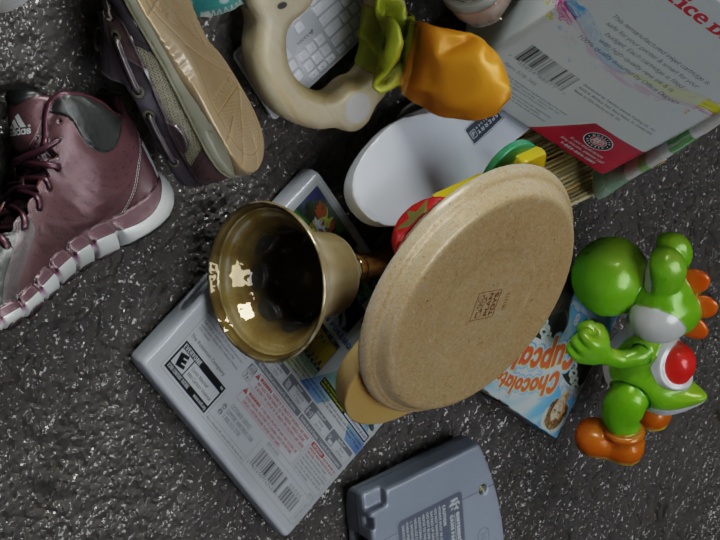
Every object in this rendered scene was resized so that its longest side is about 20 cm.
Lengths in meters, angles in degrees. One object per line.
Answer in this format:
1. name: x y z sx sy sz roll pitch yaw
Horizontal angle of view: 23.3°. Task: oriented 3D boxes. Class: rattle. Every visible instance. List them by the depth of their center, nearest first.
1. rattle: -0.024 -0.153 1.102 0.130 0.143 0.200 -46 134 9

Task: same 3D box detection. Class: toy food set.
1. toy food set: 0.070 0.012 1.181 0.197 0.049 0.201 -25 137 -32

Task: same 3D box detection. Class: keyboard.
1. keyboard: -0.005 -0.188 1.194 0.200 0.011 0.056 -45 128 -20

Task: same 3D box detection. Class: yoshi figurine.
1. yoshi figurine: 0.202 0.047 1.353 0.111 0.113 0.201 -7 131 -14

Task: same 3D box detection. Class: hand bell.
1. hand bell: 0.000 0.000 1.198 0.199 0.104 0.105 -7 110 -51

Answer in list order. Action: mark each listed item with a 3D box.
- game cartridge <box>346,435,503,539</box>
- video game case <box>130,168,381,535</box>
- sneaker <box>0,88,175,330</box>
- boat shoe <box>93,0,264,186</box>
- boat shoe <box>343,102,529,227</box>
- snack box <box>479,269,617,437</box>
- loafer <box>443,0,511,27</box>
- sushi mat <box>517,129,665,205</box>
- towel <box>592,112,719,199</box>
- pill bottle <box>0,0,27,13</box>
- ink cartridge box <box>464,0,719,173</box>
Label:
1. game cartridge: 0.055 0.235 1.371 0.133 0.041 0.202 -23 118 -37
2. video game case: -0.047 0.060 1.236 0.182 0.022 0.200 -48 128 -17
3. sneaker: -0.207 -0.044 1.042 0.200 0.075 0.116 -38 121 -37
4. boat shoe: -0.131 -0.138 1.062 0.201 0.064 0.072 59 24 -19
5. boat shoe: 0.052 -0.091 1.234 0.200 0.068 0.072 -42 107 -32
6. snack box: 0.123 0.044 1.339 0.200 0.037 0.117 34 82 -53
7. loafer: 0.098 -0.240 1.183 0.063 0.071 0.201 51 40 -49
8. sushi mat: 0.125 -0.076 1.289 0.199 0.096 0.012 -25 146 -32
9. towel: 0.242 -0.154 1.244 0.023 0.200 0.153 32 48 -24
10. pill bottle: -0.250 -0.217 0.914 0.199 0.109 0.110 32 84 -42
11. ink cartridge box: 0.189 -0.189 1.183 0.145 0.200 0.146 31 56 -24
